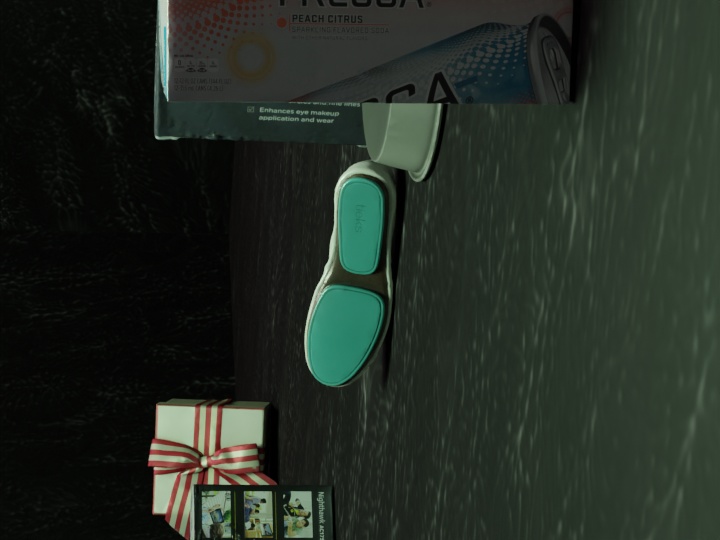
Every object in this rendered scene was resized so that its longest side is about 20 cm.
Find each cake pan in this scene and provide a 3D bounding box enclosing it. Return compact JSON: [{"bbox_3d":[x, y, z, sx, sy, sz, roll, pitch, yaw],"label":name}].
[{"bbox_3d":[0.030,-0.166,1.224,0.200,0.036,0.202,-179,90,-82],"label":"cake pan"}]

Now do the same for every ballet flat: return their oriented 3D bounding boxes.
[{"bbox_3d":[0.000,0.000,1.375,0.070,0.069,0.201,-104,20,-62],"label":"ballet flat"}]

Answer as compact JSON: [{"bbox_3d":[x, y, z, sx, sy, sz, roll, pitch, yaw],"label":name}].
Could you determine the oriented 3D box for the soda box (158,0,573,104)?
[{"bbox_3d":[0.001,-0.117,0.818,0.064,0.198,0.069,-121,31,-76],"label":"soda box"}]

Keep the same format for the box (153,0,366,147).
[{"bbox_3d":[-0.071,-0.218,1.391,0.118,0.195,0.201,-96,11,-49],"label":"box"}]

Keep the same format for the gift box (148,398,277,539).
[{"bbox_3d":[-0.211,0.290,2.482,0.187,0.183,0.202,56,-149,-88],"label":"gift box"}]

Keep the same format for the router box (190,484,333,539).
[{"bbox_3d":[-0.100,0.321,1.717,0.051,0.148,0.201,108,162,-64],"label":"router box"}]
